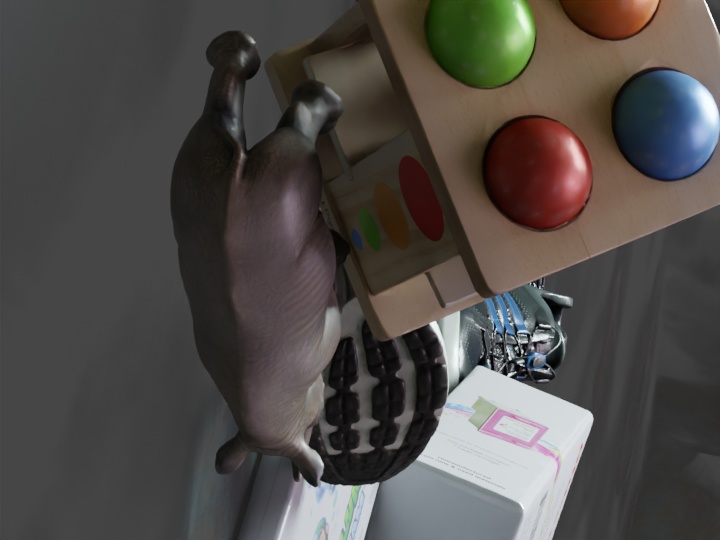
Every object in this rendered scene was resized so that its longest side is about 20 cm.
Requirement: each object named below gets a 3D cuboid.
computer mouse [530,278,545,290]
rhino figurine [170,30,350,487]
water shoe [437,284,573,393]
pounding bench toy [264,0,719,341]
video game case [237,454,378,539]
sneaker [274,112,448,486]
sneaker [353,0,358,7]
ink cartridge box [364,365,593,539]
[{"bbox_3d":[0.128,-0.044,1.682,0.200,0.052,0.139,99,5,-73],"label":"computer mouse"},{"bbox_3d":[-0.036,0.013,0.879,0.088,0.059,0.201,-78,168,-45],"label":"rhino figurine"},{"bbox_3d":[0.094,0.043,1.494,0.200,0.078,0.072,-50,148,-67],"label":"water shoe"},{"bbox_3d":[0.045,-0.095,0.878,0.201,0.124,0.156,68,-19,2],"label":"pounding bench toy"},{"bbox_3d":[-0.021,0.114,1.130,0.182,0.024,0.201,81,22,-57],"label":"video game case"},{"bbox_3d":[0.000,0.000,1.022,0.089,0.076,0.201,-91,-179,-66],"label":"sneaker"},{"bbox_3d":[0.032,-0.193,1.042,0.200,0.078,0.090,98,1,-54],"label":"sneaker"},{"bbox_3d":[0.060,0.156,1.334,0.200,0.084,0.145,-32,142,-69],"label":"ink cartridge box"}]
